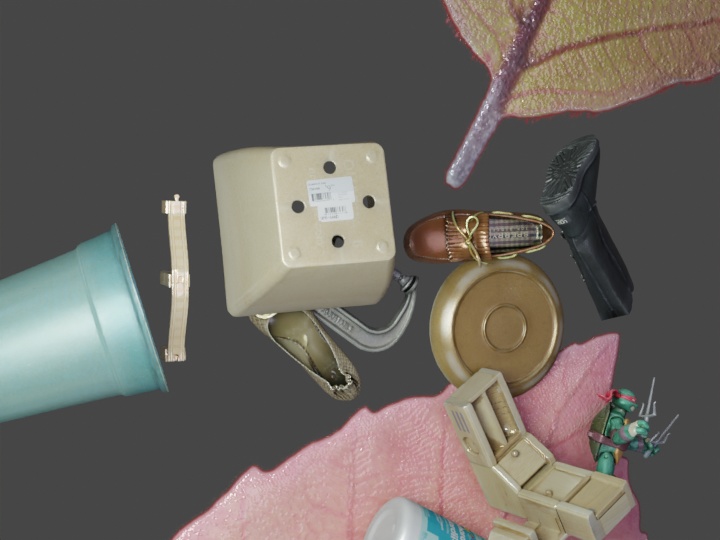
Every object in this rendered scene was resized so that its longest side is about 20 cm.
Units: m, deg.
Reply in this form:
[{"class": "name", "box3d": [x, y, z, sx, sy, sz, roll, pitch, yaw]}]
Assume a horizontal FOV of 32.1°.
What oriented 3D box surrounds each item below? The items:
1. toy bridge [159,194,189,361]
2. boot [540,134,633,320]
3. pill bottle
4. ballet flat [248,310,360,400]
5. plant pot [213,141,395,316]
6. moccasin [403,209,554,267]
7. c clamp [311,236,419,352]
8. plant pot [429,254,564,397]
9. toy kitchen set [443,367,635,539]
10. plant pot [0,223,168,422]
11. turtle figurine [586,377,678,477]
[{"class": "toy bridge", "box3d": [-0.222, 0.010, 1.500, 0.027, 0.067, 0.202, 0, 94, -19]}, {"class": "boot", "box3d": [0.318, -0.058, 1.676, 0.201, 0.065, 0.165, 55, 45, -24]}, {"class": "pill bottle", "box3d": [0.107, 0.381, 1.615, 0.199, 0.111, 0.111, 30, 84, -19]}, {"class": "ballet flat", "box3d": [-0.070, 0.090, 1.565, 0.067, 0.046, 0.200, -40, 106, 3]}, {"class": "plant pot", "box3d": [-0.054, -0.061, 1.475, 0.198, 0.177, 0.202, -5, 84, -17]}, {"class": "moccasin", "box3d": [0.154, -0.041, 1.619, 0.200, 0.078, 0.074, 2, 92, -16]}, {"class": "c clamp", "box3d": [0.000, 0.000, 1.597, 0.200, 0.027, 0.171, 42, 80, -16]}, {"class": "plant pot", "box3d": [0.188, 0.076, 1.668, 0.198, 0.027, 0.202, -1, 93, -19]}, {"class": "toy kitchen set", "box3d": [0.196, 0.255, 1.559, 0.163, 0.199, 0.181, -37, 115, -28]}, {"class": "plant pot", "box3d": [-0.338, 0.072, 1.409, 0.195, 0.200, 0.202, -18, 99, -9]}, {"class": "turtle figurine", "box3d": [0.357, 0.238, 1.703, 0.149, 0.100, 0.201, 21, 87, -60]}]
